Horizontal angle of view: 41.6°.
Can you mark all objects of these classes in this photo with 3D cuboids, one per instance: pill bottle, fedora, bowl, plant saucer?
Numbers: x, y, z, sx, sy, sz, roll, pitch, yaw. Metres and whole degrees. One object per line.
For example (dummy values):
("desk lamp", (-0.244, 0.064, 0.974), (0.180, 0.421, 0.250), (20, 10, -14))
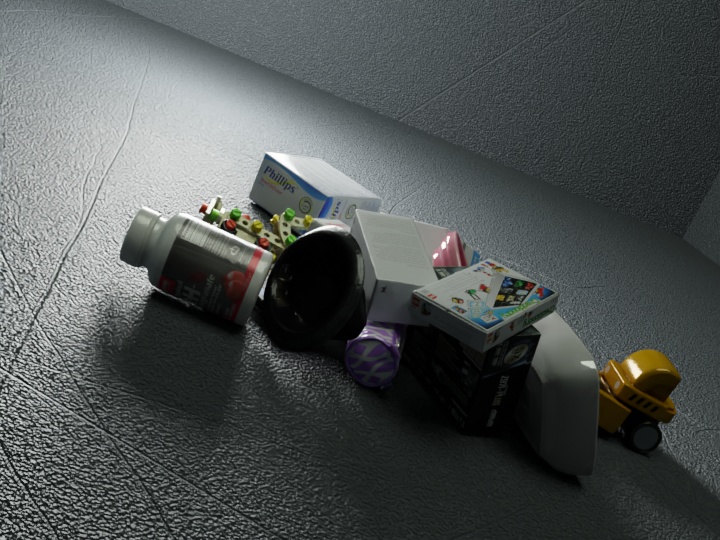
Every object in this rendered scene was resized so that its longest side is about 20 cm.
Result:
("pill bottle", (-0.230, -0.012, 1.328), (0.197, 0.112, 0.111), (24, 18, -4))
("fedora", (-0.047, 0.038, 1.339), (0.091, 0.201, 0.201), (35, 7, -41))
("bowl", (0.274, 0.179, 1.388), (0.073, 0.203, 0.201), (-7, 26, -9))
("plant saucer", (0.161, 0.039, 1.588), (0.050, 0.204, 0.201), (-12, 14, 10))

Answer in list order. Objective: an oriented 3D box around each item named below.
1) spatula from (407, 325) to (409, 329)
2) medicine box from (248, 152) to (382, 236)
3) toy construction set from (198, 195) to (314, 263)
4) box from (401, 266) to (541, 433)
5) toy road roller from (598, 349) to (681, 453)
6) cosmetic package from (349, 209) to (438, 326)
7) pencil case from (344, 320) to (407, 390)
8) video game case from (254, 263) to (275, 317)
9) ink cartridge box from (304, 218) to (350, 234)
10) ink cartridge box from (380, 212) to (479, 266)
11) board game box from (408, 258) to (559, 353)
("spatula", (0.149, 0.107, 1.657), (0.197, 0.021, 0.057), (9, 35, -34))
("medicine box", (-0.090, -0.145, 1.904), (0.181, 0.104, 0.199), (35, 21, 28))
("toy construction set", (-0.182, -0.071, 1.591), (0.196, 0.093, 0.132), (17, 43, 0))
("box", (0.157, 0.112, 1.402), (0.085, 0.167, 0.200), (-1, 28, -29))
("toy road roller", (0.444, 0.192, 1.597), (0.198, 0.147, 0.123), (29, 16, -12))
("cosmetic package", (0.045, -0.007, 1.420), (0.099, 0.072, 0.201), (8, 31, -15))
("pencil case", (0.031, 0.090, 1.402), (0.084, 0.085, 0.201), (50, 21, -15))
("video game case", (-0.099, 0.043, 1.494), (0.198, 0.026, 0.180), (8, 25, -44))
("ink cartridge box", (0.000, 0.000, 1.586), (0.199, 0.088, 0.145), (36, 11, 11))
("ink cartridge box", (0.122, -0.029, 1.768), (0.144, 0.087, 0.200), (16, -7, 26))
("board game box", (0.174, 0.044, 1.316), (0.125, 0.035, 0.198), (29, 31, 31))
